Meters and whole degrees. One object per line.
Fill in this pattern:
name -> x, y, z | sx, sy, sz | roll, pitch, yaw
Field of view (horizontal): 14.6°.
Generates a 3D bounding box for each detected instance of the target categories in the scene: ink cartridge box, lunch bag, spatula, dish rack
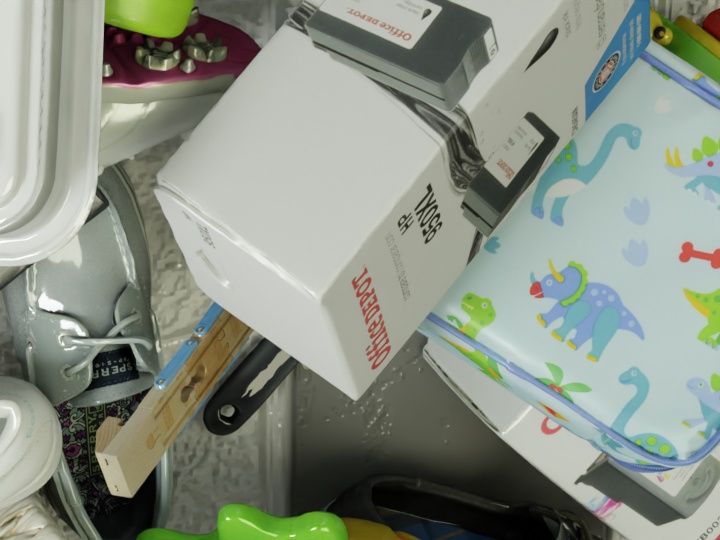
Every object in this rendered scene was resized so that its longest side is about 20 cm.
ink cartridge box -> 0.149, 0.052, 1.341 | 0.148, 0.086, 0.200 | -48, 131, 4
lunch bag -> 0.101, -0.020, 1.202 | 0.200, 0.082, 0.161 | 32, 86, 4
spatula -> 0.000, 0.000, 1.262 | 0.056, 0.021, 0.200 | 41, 98, -19
dish rack -> -0.190, -0.090, 0.979 | 0.044, 0.199, 0.172 | 3, 88, -74
ink cartridge box -> 0.022, -0.064, 1.090 | 0.200, 0.084, 0.145 | -50, 164, -10

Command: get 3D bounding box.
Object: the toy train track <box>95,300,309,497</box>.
toy train track -> -0.062, 0.017, 1.182 | 0.200, 0.032, 0.115 | -56, 141, -40

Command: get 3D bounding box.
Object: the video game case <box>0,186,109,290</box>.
video game case -> -0.225, -0.046, 1.082 | 0.181, 0.026, 0.200 | -38, 118, -5

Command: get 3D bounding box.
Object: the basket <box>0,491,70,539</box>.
basket -> -0.172, 0.215, 1.205 | 0.200, 0.161, 0.198 | -35, 129, -8

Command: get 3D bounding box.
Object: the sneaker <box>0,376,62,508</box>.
sneaker -> -0.216, 0.098, 1.121 | 0.200, 0.088, 0.075 | -31, 85, -4

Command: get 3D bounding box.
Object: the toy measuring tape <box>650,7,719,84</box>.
toy measuring tape -> 0.184, -0.065, 1.299 | 0.200, 0.074, 0.074 | 33, 99, -39

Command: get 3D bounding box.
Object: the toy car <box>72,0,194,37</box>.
toy car -> -0.058, -0.178, 1.075 | 0.200, 0.158, 0.165 | 4, 107, -59

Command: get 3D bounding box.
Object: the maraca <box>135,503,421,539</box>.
maraca -> -0.016, 0.157, 1.235 | 0.137, 0.107, 0.200 | -22, 136, 28

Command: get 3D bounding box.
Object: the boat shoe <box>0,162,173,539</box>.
boat shoe -> -0.110, 0.035, 1.189 | 0.070, 0.072, 0.201 | -17, 123, -19

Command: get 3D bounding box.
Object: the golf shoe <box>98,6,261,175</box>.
golf shoe -> -0.134, -0.051, 1.068 | 0.199, 0.075, 0.092 | -8, 122, -12

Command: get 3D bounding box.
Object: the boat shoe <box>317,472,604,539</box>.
boat shoe -> 0.075, 0.137, 1.335 | 0.200, 0.070, 0.066 | 19, 138, -17
